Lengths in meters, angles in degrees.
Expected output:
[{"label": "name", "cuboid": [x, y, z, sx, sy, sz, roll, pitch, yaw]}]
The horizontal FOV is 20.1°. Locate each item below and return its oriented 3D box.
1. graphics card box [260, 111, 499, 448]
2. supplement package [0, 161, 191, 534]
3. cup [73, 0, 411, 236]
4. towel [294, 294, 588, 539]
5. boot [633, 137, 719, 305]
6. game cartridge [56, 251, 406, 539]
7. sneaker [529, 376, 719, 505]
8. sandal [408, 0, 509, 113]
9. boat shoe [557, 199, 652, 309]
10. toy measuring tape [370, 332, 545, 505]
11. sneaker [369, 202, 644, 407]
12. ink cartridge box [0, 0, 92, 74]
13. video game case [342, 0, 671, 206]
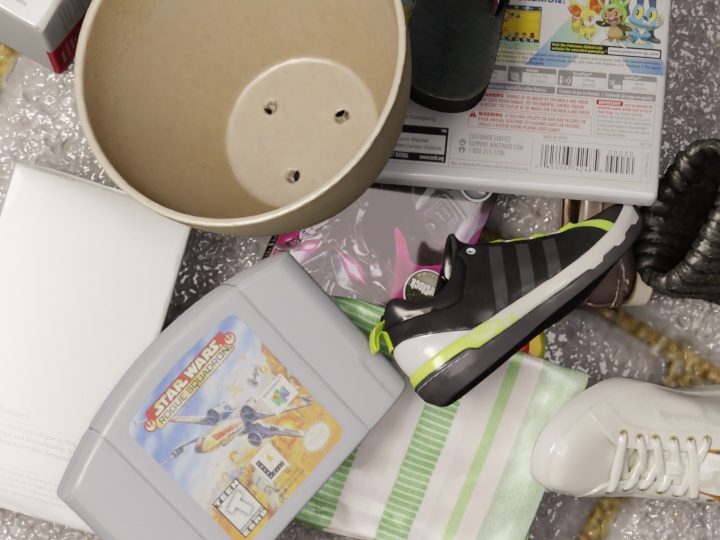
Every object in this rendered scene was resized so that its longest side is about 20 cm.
[{"label": "graphics card box", "cuboid": [0.000, 0.000, 1.319, 0.125, 0.051, 0.201, 26, 83, -7]}, {"label": "supplement package", "cuboid": [-0.187, 0.047, 1.253, 0.116, 0.117, 0.202, 16, 86, -8]}, {"label": "cup", "cuboid": [-0.052, -0.103, 1.212, 0.198, 0.143, 0.202, -4, 73, 15]}, {"label": "towel", "cuboid": [0.027, 0.106, 1.282, 0.198, 0.023, 0.154, 19, 99, -6]}, {"label": "boot", "cuboid": [0.270, -0.069, 1.320, 0.157, 0.079, 0.213, 19, 85, -34]}, {"label": "game cartridge", "cuboid": [-0.079, 0.093, 1.208, 0.200, 0.041, 0.133, -48, 112, -14]}, {"label": "sneaker", "cuboid": [0.201, 0.113, 1.288, 0.199, 0.085, 0.073, -6, 116, -35]}, {"label": "sandal", "cuboid": [0.068, -0.191, 1.256, 0.075, 0.048, 0.202, 9, 61, -2]}, {"label": "boat shoe", "cuboid": [0.152, -0.075, 1.337, 0.059, 0.072, 0.202, -5, 94, -12]}, {"label": "toy measuring tape", "cuboid": [0.070, 0.083, 1.320, 0.073, 0.074, 0.201, 25, 89, -7]}, {"label": "sneaker", "cuboid": [0.091, 0.000, 1.252, 0.199, 0.072, 0.083, -36, 80, -25]}, {"label": "ink cartridge box", "cuboid": [-0.174, -0.237, 1.251, 0.083, 0.145, 0.201, 29, 83, 0]}, {"label": "video game case", "cuboid": [0.096, -0.138, 1.290, 0.198, 0.022, 0.184, 5, 76, 6]}]
